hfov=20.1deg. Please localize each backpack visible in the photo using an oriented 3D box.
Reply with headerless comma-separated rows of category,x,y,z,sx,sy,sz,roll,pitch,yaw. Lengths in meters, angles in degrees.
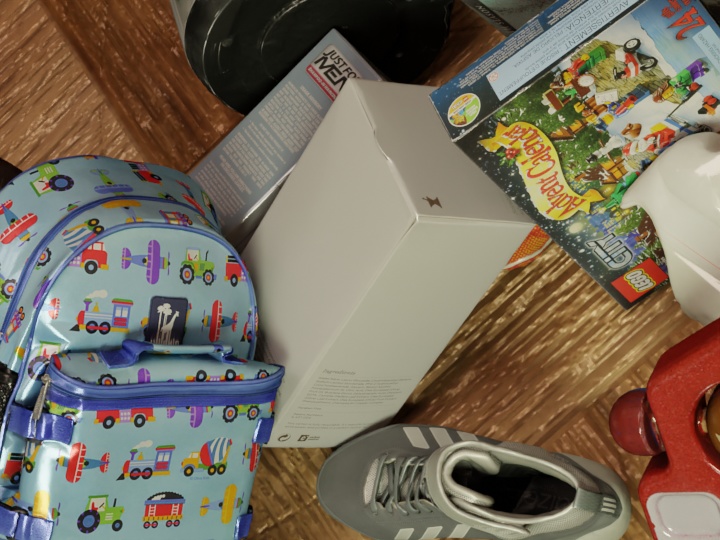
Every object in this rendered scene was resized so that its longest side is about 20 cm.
backpack,-0.131,0.045,1.103,0.135,0.183,0.200,26,104,49

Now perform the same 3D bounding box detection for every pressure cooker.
pressure cooker,-0.045,-0.213,1.263,0.176,0.179,0.200,-15,58,-3

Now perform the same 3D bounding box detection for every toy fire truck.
toy fire truck,0.205,0.102,0.953,0.168,0.200,0.112,-7,29,32

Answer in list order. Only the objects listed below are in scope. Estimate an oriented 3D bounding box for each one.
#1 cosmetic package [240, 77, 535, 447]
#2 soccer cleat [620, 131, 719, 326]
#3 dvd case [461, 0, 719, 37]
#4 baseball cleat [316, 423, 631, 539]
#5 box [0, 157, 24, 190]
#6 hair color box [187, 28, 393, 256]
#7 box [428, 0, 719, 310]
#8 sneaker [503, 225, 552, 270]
cosmetic package,0.000,0.000,1.134,0.200,0.085,0.108,-54,45,39
soccer cleat,0.209,0.023,1.033,0.078,0.069,0.200,-34,84,34
dvd case,0.174,-0.132,1.104,0.200,0.146,0.022,4,76,33
baseball cleat,0.045,0.110,1.096,0.200,0.106,0.070,-2,72,33
box,-0.258,0.031,1.264,0.164,0.200,0.166,3,71,32
hair color box,-0.047,-0.038,1.226,0.200,0.099,0.061,-44,51,7
box,0.144,-0.070,1.058,0.137,0.200,0.038,-37,49,13
sneaker,0.111,-0.062,1.154,0.200,0.077,0.073,-29,58,20
